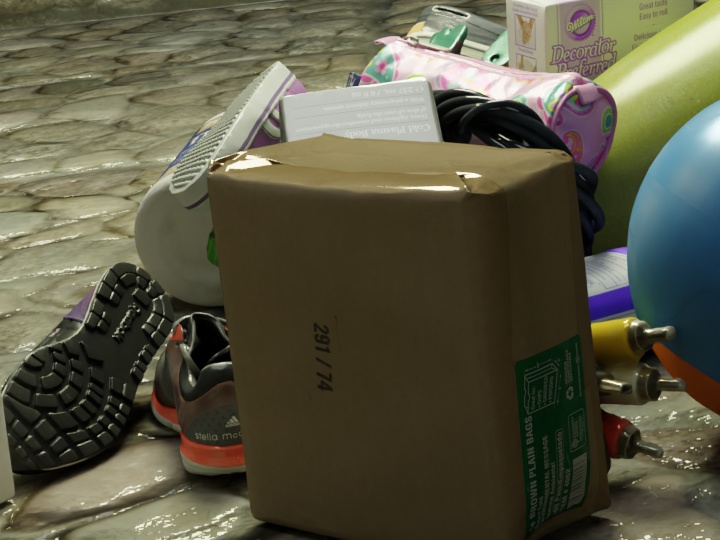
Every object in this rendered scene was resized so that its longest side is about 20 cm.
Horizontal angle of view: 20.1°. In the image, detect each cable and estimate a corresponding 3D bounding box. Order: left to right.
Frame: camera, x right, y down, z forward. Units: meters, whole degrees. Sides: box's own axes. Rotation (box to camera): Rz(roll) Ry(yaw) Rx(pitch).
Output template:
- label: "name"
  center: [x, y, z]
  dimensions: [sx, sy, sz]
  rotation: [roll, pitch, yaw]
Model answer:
- label: "cable"
  center: [0.096, -0.059, 1.389]
  dimensions: [0.051, 0.201, 0.163]
  rotation: [-39, 58, -19]
- label: "cable"
  center: [0.090, 0.064, 1.152]
  dimensions: [0.199, 0.098, 0.050]
  rotation: [12, 7, 43]

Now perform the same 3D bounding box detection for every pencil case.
- label: "pencil case"
  center: [0.086, -0.116, 1.473]
  dimensions: [0.199, 0.088, 0.087]
  rotation: [19, 28, 41]

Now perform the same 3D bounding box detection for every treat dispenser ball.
- label: "treat dispenser ball"
  center: [0.249, -0.007, 1.138]
  dimensions: [0.199, 0.202, 0.201]
  rotation: [-6, 15, 1]

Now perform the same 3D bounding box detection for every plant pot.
- label: "plant pot"
  center: [0.214, -0.077, 1.526]
  dimensions: [0.199, 0.188, 0.187]
  rotation: [-25, 16, -4]

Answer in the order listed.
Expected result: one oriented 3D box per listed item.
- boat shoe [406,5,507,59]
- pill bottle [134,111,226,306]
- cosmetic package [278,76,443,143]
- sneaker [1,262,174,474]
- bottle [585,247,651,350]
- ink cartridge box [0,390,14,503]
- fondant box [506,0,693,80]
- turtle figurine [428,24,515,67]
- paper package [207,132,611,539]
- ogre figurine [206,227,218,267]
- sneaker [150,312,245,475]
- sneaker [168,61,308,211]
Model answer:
- label: "boat shoe"
  center: [0.134, -0.178, 1.736]
  dimensions: [0.199, 0.075, 0.063]
  rotation: [16, 55, -3]
- label: "pill bottle"
  center: [-0.099, -0.062, 1.616]
  dimensions: [0.110, 0.112, 0.200]
  rotation: [-2, 24, 15]
- label: "cosmetic package"
  center: [0.010, -0.016, 1.297]
  dimensions: [0.106, 0.090, 0.201]
  rotation: [-8, 53, -6]
- label: "sneaker"
  center: [-0.190, 0.080, 1.298]
  dimensions: [0.087, 0.076, 0.200]
  rotation: [-37, 10, 33]
- label: "bottle"
  center: [0.170, 0.021, 1.333]
  dimensions: [0.199, 0.066, 0.083]
  rotation: [-14, 17, -29]
- label: "ink cartridge box"
  center: [-0.271, 0.083, 1.182]
  dimensions: [0.199, 0.117, 0.067]
  rotation: [4, 18, 32]
- label: "fondant box"
  center: [0.194, -0.128, 1.622]
  dimensions: [0.143, 0.201, 0.058]
  rotation: [-14, 20, -26]
- label: "turtle figurine"
  center: [0.132, -0.114, 1.694]
  dimensions: [0.149, 0.200, 0.101]
  rotation: [-7, 46, 28]
- label: "paper package"
  center: [0.025, 0.036, 1.067]
  dimensions: [0.190, 0.201, 0.103]
  rotation: [7, 19, 42]
- label: "ogre figurine"
  center: [0.000, 0.000, 1.423]
  dimensions: [0.199, 0.099, 0.120]
  rotation: [2, 21, 37]
- label: "sneaker"
  center: [-0.088, 0.060, 1.259]
  dimensions: [0.077, 0.082, 0.200]
  rotation: [-10, 15, -13]
- label: "sneaker"
  center: [-0.061, -0.073, 1.492]
  dimensions: [0.072, 0.114, 0.201]
  rotation: [-34, 11, 32]
